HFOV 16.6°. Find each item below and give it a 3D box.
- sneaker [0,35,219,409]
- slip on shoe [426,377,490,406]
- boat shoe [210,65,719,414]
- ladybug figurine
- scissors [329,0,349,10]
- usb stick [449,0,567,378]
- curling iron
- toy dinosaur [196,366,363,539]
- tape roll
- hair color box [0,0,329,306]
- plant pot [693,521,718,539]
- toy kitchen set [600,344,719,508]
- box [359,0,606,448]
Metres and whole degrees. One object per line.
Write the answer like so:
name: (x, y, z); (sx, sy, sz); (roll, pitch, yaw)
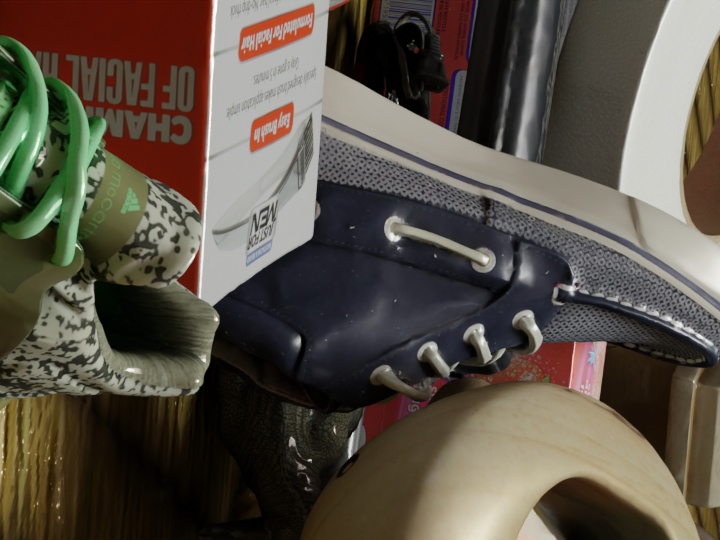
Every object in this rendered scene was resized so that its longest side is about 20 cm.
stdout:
sneaker: (-0.075, -0.026, 0.499); (0.200, 0.088, 0.077); (67, 34, -64)
slip on shoe: (0.048, 0.114, 0.904); (0.200, 0.076, 0.061); (71, 7, -54)
boat shoe: (0.026, 0.011, 0.758); (0.075, 0.199, 0.093); (145, -34, -71)
ladybug figurine: (0.044, 0.105, 0.751); (0.200, 0.072, 0.137); (38, 63, -50)
scissors: (0.018, -0.135, 0.721); (0.073, 0.014, 0.200); (-11, 155, -40)
usb stick: (0.050, -0.063, 0.842); (0.055, 0.032, 0.201); (53, 46, -76)
curling iron: (0.000, 0.000, 0.937); (0.050, 0.025, 0.201); (-161, -99, -67)
toy dinosaur: (-0.016, 0.028, 0.843); (0.103, 0.076, 0.201); (100, 2, -49)
tape roll: (0.134, -0.067, 0.935); (0.202, 0.037, 0.204); (-33, 133, -45)
hair color box: (-0.047, -0.098, 0.630); (0.111, 0.063, 0.201); (-39, 133, -72)
plant pot: (0.125, 0.190, 1.300); (0.200, 0.186, 0.188); (54, 44, -50)
toy kitchen set: (0.089, 0.098, 1.074); (0.180, 0.162, 0.201); (-50, 144, -65)
box: (0.053, -0.017, 0.994); (0.095, 0.102, 0.201); (2, 94, -76)
